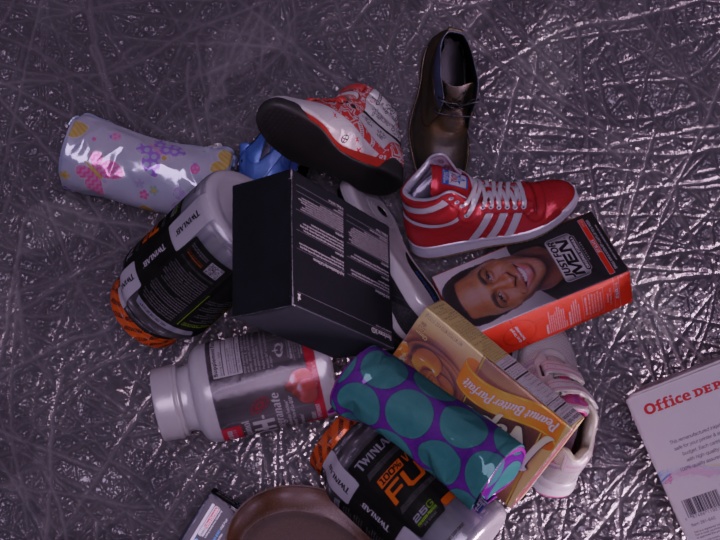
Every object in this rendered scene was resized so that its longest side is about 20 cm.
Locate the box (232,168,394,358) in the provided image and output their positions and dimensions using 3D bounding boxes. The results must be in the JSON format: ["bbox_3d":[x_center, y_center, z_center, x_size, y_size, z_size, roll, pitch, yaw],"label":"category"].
[{"bbox_3d":[-0.046,0.000,1.378,0.079,0.200,0.142,-14,68,27],"label":"box"}]

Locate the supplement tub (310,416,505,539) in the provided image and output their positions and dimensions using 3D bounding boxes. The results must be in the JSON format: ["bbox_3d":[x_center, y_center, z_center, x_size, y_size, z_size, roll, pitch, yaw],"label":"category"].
[{"bbox_3d":[0.048,0.241,1.457,0.200,0.123,0.123,40,86,19],"label":"supplement tub"}]

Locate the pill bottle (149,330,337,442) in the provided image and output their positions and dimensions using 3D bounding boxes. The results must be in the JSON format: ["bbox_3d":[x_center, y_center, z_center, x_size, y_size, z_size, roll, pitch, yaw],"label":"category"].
[{"bbox_3d":[-0.127,0.127,1.488,0.199,0.111,0.111,-12,86,-2],"label":"pill bottle"}]

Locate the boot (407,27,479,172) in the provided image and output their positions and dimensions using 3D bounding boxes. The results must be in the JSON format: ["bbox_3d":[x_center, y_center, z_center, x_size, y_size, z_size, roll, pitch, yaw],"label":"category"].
[{"bbox_3d":[0.094,-0.178,1.522,0.074,0.097,0.201,0,86,-3],"label":"boot"}]

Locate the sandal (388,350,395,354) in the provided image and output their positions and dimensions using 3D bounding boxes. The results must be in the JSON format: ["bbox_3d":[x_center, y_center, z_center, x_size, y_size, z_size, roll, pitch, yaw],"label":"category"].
[{"bbox_3d":[0.095,0.156,1.516,0.199,0.054,0.081,26,53,4],"label":"sandal"}]

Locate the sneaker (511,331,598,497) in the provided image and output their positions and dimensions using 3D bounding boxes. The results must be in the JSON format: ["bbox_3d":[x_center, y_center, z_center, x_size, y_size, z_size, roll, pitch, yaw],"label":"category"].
[{"bbox_3d":[0.223,0.143,1.484,0.081,0.088,0.201,3,65,-20],"label":"sneaker"}]

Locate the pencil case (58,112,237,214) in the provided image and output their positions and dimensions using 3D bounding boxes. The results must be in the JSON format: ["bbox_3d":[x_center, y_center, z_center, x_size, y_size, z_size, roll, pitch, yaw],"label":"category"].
[{"bbox_3d":[-0.239,-0.114,1.517,0.199,0.083,0.091,13,106,1],"label":"pencil case"}]

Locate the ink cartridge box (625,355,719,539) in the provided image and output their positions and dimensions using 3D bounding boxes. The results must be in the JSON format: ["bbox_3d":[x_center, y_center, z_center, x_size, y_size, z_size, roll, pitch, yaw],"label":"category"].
[{"bbox_3d":[0.403,0.199,1.482,0.144,0.084,0.201,-25,86,25],"label":"ink cartridge box"}]

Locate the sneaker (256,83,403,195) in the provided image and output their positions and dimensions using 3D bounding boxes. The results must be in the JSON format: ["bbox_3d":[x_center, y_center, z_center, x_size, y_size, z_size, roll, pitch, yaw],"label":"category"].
[{"bbox_3d":[-0.034,-0.168,1.489,0.201,0.067,0.108,26,49,-34],"label":"sneaker"}]

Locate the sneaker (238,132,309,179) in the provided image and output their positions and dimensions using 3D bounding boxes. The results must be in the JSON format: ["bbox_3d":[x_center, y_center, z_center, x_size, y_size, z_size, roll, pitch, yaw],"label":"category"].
[{"bbox_3d":[-0.111,-0.095,1.533,0.078,0.066,0.201,19,85,11],"label":"sneaker"}]

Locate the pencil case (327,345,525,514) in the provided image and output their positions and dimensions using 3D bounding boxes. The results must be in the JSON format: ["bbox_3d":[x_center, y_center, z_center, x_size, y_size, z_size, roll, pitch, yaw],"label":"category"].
[{"bbox_3d":[0.066,0.163,1.377,0.200,0.085,0.093,35,117,17],"label":"pencil case"}]

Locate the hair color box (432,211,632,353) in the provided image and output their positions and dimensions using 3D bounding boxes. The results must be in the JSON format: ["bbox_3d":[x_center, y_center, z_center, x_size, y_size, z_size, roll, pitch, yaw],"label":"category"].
[{"bbox_3d":[0.192,0.021,1.506,0.199,0.061,0.102,-23,50,-3],"label":"hair color box"}]

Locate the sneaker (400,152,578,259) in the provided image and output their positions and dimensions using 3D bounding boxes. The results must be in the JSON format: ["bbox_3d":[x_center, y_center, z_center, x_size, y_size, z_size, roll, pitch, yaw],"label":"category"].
[{"bbox_3d":[0.141,-0.085,1.497,0.199,0.113,0.071,-16,45,4],"label":"sneaker"}]

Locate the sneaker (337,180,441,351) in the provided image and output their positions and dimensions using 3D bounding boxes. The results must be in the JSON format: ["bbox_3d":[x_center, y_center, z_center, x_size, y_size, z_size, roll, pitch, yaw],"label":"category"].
[{"bbox_3d":[0.000,0.000,1.521,0.112,0.073,0.201,-40,66,23],"label":"sneaker"}]

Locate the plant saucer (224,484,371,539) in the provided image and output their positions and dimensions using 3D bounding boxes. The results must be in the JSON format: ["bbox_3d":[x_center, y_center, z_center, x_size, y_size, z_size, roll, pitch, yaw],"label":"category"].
[{"bbox_3d":[-0.053,0.320,1.449,0.199,0.201,0.032,23,129,1],"label":"plant saucer"}]

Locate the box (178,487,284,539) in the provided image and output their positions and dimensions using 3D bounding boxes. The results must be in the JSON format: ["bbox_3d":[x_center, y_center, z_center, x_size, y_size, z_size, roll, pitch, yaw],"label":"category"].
[{"bbox_3d":[-0.155,0.371,1.501,0.159,0.046,0.201,32,86,2],"label":"box"}]

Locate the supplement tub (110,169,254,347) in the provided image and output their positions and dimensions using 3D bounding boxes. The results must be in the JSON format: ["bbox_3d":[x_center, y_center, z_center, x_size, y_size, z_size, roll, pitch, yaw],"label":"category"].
[{"bbox_3d":[-0.178,-0.007,1.456,0.200,0.122,0.123,-39,87,32],"label":"supplement tub"}]

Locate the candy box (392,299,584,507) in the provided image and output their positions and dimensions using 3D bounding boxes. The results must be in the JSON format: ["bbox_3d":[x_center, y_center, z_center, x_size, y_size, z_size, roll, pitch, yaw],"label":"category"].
[{"bbox_3d":[0.122,0.140,1.425,0.200,0.055,0.116,40,112,13],"label":"candy box"}]
